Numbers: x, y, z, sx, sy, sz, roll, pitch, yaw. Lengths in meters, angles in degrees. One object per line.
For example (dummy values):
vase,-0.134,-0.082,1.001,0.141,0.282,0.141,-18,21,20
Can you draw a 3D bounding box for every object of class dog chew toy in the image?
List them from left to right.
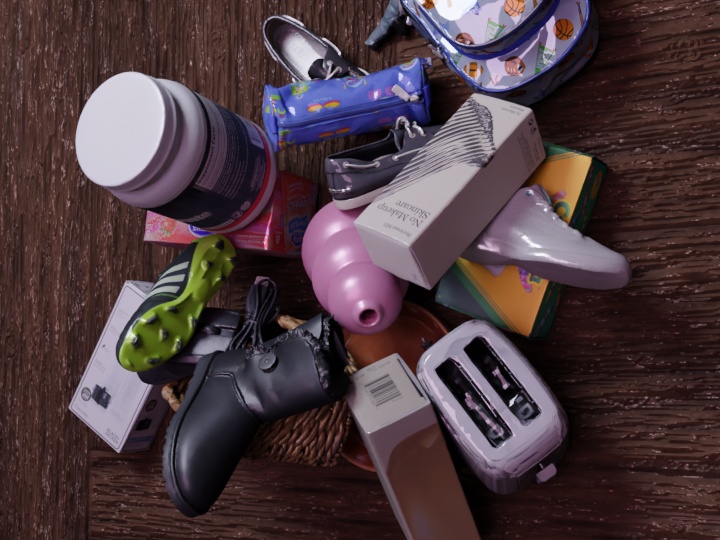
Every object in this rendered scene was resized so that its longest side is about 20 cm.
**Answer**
dog chew toy,0.000,0.000,1.095,0.125,0.124,0.200,-48,23,18

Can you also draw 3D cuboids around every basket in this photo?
basket,-0.112,0.120,1.138,0.200,0.149,0.143,27,102,54

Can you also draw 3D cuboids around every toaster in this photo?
toaster,0.129,0.130,1.018,0.114,0.129,0.200,-35,74,-4

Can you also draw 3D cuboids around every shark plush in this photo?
shark plush,0.072,-0.349,1.180,0.083,0.091,0.200,56,135,43

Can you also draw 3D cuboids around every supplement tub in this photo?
supplement tub,-0.199,-0.127,1.107,0.140,0.200,0.141,-7,76,29

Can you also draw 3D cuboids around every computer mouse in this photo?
computer mouse,-0.193,0.074,1.165,0.200,0.053,0.139,-17,39,27

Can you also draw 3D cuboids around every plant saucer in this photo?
plant saucer,0.034,0.132,1.154,0.200,0.032,0.201,-3,84,29

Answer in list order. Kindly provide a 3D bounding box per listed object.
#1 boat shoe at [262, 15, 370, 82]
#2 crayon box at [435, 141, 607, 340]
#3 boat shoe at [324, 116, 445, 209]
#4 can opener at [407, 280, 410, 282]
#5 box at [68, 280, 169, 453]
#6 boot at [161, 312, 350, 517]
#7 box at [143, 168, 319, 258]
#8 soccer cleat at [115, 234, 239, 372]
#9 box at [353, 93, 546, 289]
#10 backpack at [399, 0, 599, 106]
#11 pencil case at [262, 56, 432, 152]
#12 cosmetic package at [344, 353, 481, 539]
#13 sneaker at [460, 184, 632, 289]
boat shoe,-0.046,-0.244,1.218,0.074,0.060,0.200,-46,66,12
crayon box,0.172,-0.039,1.072,0.119,0.058,0.200,22,96,30
boat shoe,0.052,-0.135,1.095,0.200,0.073,0.063,-27,111,-11
can opener,0.064,-0.062,1.080,0.063,0.200,0.079,29,135,1
box,-0.297,0.128,1.333,0.117,0.060,0.200,31,102,29
boot,-0.098,0.136,0.987,0.168,0.076,0.200,-20,36,25
box,-0.163,-0.073,1.251,0.200,0.095,0.103,6,87,31
soccer cleat,-0.216,0.037,1.142,0.081,0.068,0.200,-2,42,46
box,0.091,-0.082,0.990,0.082,0.068,0.200,24,63,39
backpack,0.155,-0.277,1.059,0.200,0.154,0.191,-41,77,18
pencil case,-0.012,-0.188,1.135,0.200,0.087,0.078,-10,105,-1
cosmetic package,0.052,0.198,1.030,0.071,0.200,0.105,-25,32,-7
sneaker,0.180,-0.042,0.999,0.200,0.075,0.089,16,77,29
